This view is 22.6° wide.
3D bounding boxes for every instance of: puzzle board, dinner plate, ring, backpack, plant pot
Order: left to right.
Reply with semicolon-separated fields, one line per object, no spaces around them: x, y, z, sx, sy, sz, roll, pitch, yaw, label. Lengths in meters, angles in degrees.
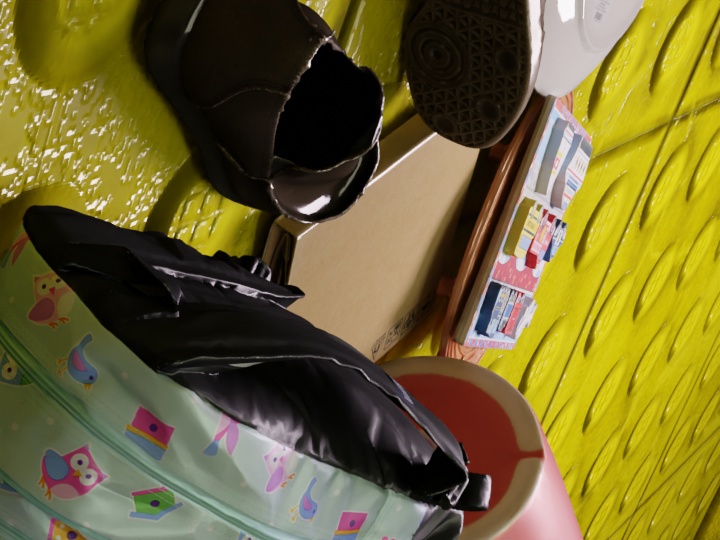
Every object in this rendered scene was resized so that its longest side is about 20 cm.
-0.067;0.060;0.666;0.127;0.167;0.200;-57;146;4;backpack
0.042;0.159;1.060;0.201;0.200;0.178;-49;147;-30;plant pot
0.085;-0.024;1.103;0.200;0.019;0.201;22;90;-77;ring
0.107;-0.022;1.113;0.200;0.017;0.152;12;99;-77;puzzle board
0.145;-0.190;1.017;0.200;0.024;0.201;-48;151;-38;dinner plate

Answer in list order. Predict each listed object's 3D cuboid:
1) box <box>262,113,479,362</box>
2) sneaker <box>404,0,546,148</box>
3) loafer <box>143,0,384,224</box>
0.000;0.000;0.953;0.200;0.021;0.164;-39;151;-47;box
0.073;-0.147;0.861;0.076;0.070;0.201;-47;157;-37;sneaker
-0.026;-0.058;0.734;0.073;0.071;0.200;-59;160;-4;loafer
